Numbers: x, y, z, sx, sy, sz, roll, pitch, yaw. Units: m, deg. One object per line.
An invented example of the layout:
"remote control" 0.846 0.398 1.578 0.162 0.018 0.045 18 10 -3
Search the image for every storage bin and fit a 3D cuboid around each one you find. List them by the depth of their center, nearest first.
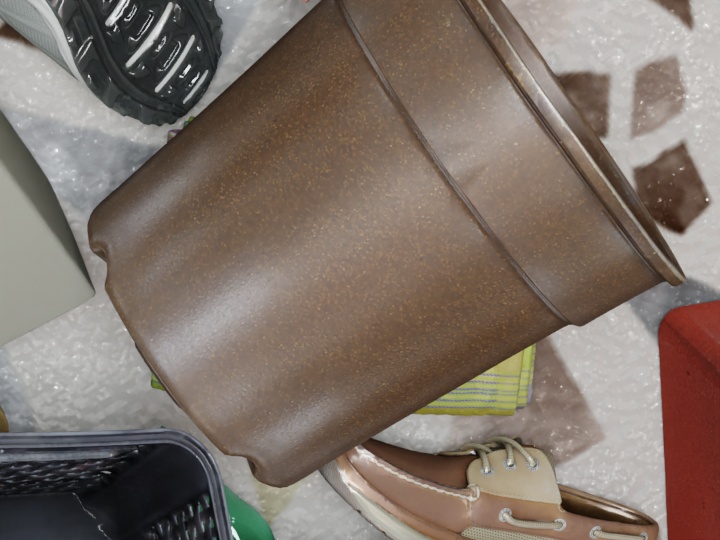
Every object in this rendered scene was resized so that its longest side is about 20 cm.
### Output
"storage bin" -0.123 0.177 0.838 0.134 0.094 0.202 2 66 -37

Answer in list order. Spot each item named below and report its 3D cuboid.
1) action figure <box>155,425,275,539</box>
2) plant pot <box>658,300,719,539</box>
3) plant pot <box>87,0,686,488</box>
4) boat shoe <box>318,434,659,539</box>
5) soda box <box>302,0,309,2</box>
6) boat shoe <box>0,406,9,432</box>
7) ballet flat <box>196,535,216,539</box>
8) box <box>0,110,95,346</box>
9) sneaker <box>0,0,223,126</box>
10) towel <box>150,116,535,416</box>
"action figure" -0.050 0.181 0.985 0.199 0.055 0.119 35 77 -14
"plant pot" 0.272 0.126 0.977 0.198 0.176 0.202 -9 109 -8
"plant pot" 0.002 -0.023 0.852 0.198 0.201 0.201 -35 111 9
"boat shoe" 0.066 0.114 0.991 0.199 0.076 0.072 27 97 -27
"soda box" -0.094 -0.195 0.856 0.199 0.068 0.064 29 100 -19
"boat shoe" -0.229 0.115 0.931 0.073 0.065 0.200 29 114 -31
"ballet flat" 0.003 0.170 0.928 0.198 0.073 0.074 7 106 -9
"box" -0.185 -0.051 0.827 0.068 0.082 0.200 -27 144 -1
"sneaker" -0.138 -0.137 0.869 0.200 0.079 0.074 38 85 -36
"towel" 0.000 0.000 0.963 0.198 0.023 0.145 2 108 -12
